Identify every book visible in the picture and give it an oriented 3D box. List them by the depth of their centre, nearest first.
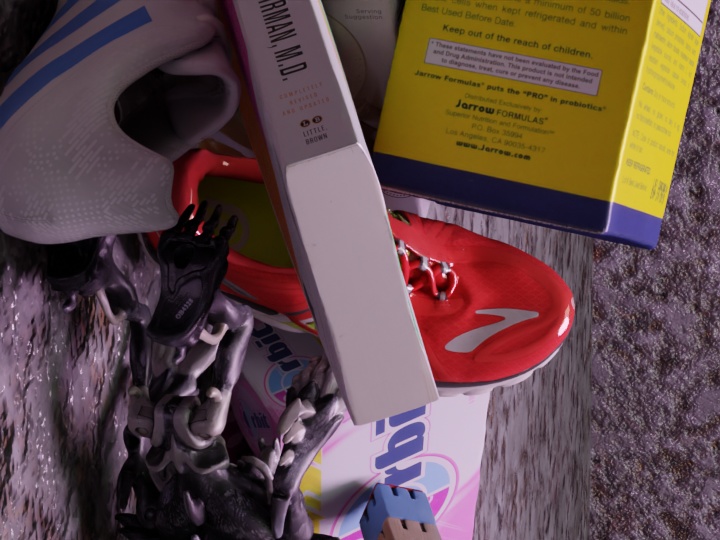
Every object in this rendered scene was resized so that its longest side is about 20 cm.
[{"bbox_3d":[-0.024,-0.061,0.692,0.134,0.048,0.200,74,-1,-48],"label":"book"}]

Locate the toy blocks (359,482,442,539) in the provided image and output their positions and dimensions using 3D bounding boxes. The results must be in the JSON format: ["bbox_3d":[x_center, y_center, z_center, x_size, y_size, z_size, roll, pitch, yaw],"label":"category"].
[{"bbox_3d":[-0.006,0.189,0.854,0.137,0.100,0.201,-112,-141,-59],"label":"toy blocks"}]

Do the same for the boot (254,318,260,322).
[{"bbox_3d":[-0.030,0.048,0.983,0.204,0.073,0.154,-44,139,-70],"label":"boot"}]

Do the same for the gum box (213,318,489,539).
[{"bbox_3d":[-0.005,0.098,0.928,0.066,0.113,0.200,50,-28,36],"label":"gum box"}]

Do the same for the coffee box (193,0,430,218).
[{"bbox_3d":[-0.029,-0.120,0.850,0.200,0.114,0.080,78,21,-46],"label":"coffee box"}]

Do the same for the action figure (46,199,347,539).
[{"bbox_3d":[-0.054,0.053,0.769,0.102,0.118,0.200,-58,145,-38],"label":"action figure"}]

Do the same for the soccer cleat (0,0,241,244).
[{"bbox_3d":[-0.077,-0.084,0.692,0.070,0.086,0.201,80,17,-46],"label":"soccer cleat"}]

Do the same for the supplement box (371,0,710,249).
[{"bbox_3d":[0.088,-0.119,0.825,0.109,0.109,0.201,9,94,-70],"label":"supplement box"}]

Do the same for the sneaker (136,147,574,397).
[{"bbox_3d":[0.000,0.000,0.803,0.085,0.199,0.077,136,-32,-73],"label":"sneaker"}]
